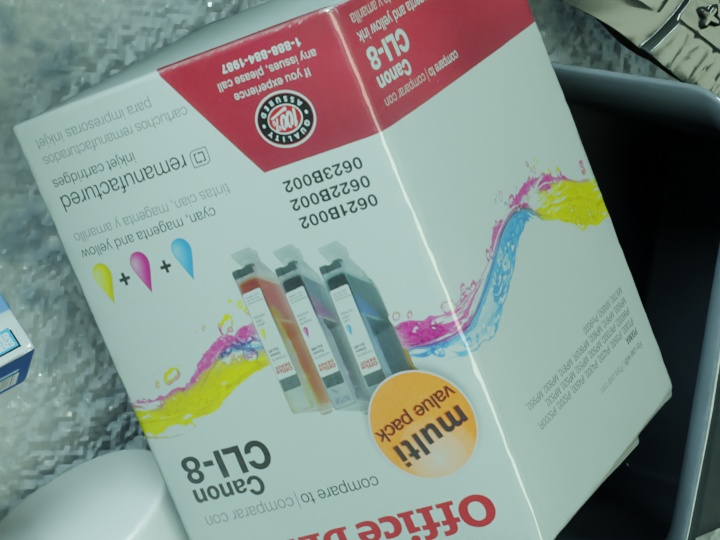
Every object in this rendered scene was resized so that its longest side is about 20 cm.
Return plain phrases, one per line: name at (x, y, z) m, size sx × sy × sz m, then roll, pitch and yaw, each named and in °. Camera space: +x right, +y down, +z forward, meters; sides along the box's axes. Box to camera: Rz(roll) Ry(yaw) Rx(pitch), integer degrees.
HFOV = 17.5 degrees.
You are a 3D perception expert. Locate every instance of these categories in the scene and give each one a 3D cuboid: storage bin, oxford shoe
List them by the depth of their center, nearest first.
oxford shoe at (0.095, -0.140, 0.970) m, size 0.200 × 0.084 × 0.073 m, roll 44°, pitch 93°, yaw -8°
storage bin at (0.115, 0.021, 0.980) m, size 0.134 × 0.145 × 0.201 m, roll 1°, pitch 99°, yaw -55°

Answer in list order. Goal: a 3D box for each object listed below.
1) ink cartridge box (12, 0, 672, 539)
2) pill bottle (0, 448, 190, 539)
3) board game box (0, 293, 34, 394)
ink cartridge box at (0.000, 0.000, 0.855) m, size 0.145 × 0.145 × 0.201 m, roll -39°, pitch 109°, yaw -57°
pill bottle at (-0.065, 0.175, 0.914) m, size 0.116 × 0.116 × 0.200 m, roll -39°, pitch 115°, yaw -16°
board game box at (-0.231, 0.023, 0.799) m, size 0.199 × 0.034 × 0.136 m, roll -30°, pitch 77°, yaw -25°
